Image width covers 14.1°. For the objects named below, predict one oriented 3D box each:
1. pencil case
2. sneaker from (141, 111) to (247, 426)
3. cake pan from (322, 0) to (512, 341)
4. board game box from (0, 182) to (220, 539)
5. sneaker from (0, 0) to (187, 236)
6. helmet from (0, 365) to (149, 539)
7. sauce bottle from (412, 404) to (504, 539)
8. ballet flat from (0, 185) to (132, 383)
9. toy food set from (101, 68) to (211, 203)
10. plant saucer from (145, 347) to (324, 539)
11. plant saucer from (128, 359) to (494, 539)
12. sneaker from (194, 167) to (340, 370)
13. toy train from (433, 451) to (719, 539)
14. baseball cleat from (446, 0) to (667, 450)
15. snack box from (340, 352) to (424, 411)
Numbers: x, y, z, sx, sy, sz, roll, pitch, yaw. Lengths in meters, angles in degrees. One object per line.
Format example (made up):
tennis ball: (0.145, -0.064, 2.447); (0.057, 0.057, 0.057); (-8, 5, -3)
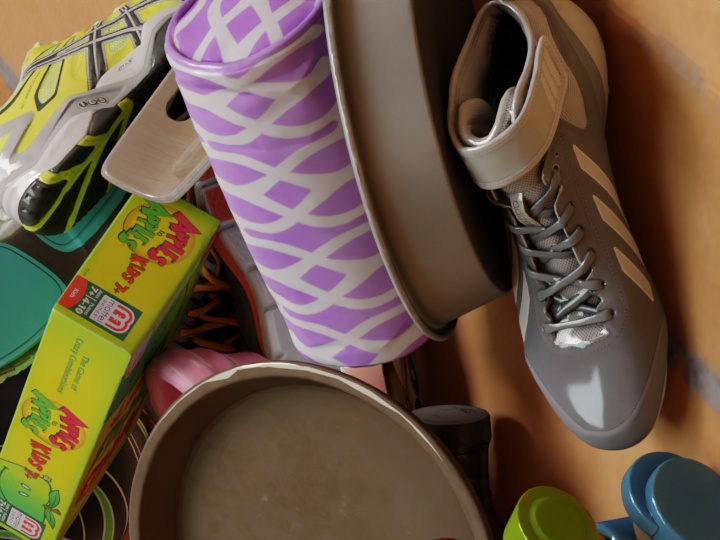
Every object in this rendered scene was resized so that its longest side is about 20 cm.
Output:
pencil case: (-0.019, -0.047, 1.301); (0.084, 0.086, 0.200); (4, 137, 28)
sneaker: (-0.087, 0.005, 1.607); (0.077, 0.078, 0.201); (15, 110, 56)
cake pan: (0.030, -0.070, 1.283); (0.200, 0.037, 0.201); (-12, -90, -77)
board game box: (-0.138, 0.053, 1.528); (0.047, 0.102, 0.200); (29, 141, 2)
sneaker: (-0.134, -0.108, 1.540); (0.076, 0.200, 0.076); (31, 147, 20)
helmet: (-0.223, 0.114, 1.780); (0.199, 0.190, 0.201); (-19, 58, 33)
sauce bottle: (0.047, 0.166, 1.402); (0.066, 0.066, 0.201); (18, 111, 61)
ballet flat: (-0.173, 0.001, 1.550); (0.072, 0.200, 0.072); (27, 147, 19)
toy food set: (-0.052, -0.127, 1.420); (0.060, 0.144, 0.200); (38, 150, -6)
plant saucer: (-0.034, 0.117, 1.490); (0.201, 0.051, 0.201); (51, 166, 18)
plant saucer: (-0.019, 0.135, 1.370); (0.199, 0.029, 0.201); (10, 112, 27)
sneaker: (-0.051, -0.008, 1.536); (0.082, 0.077, 0.201); (132, 125, -65)
toy train: (0.057, 0.133, 1.225); (0.116, 0.199, 0.085); (-57, 48, 46)
baseball cleat: (0.076, -0.020, 1.241); (0.070, 0.106, 0.201); (-16, 82, 29)
snack box: (0.000, 0.000, 1.444); (0.072, 0.024, 0.201); (11, -113, -75)
